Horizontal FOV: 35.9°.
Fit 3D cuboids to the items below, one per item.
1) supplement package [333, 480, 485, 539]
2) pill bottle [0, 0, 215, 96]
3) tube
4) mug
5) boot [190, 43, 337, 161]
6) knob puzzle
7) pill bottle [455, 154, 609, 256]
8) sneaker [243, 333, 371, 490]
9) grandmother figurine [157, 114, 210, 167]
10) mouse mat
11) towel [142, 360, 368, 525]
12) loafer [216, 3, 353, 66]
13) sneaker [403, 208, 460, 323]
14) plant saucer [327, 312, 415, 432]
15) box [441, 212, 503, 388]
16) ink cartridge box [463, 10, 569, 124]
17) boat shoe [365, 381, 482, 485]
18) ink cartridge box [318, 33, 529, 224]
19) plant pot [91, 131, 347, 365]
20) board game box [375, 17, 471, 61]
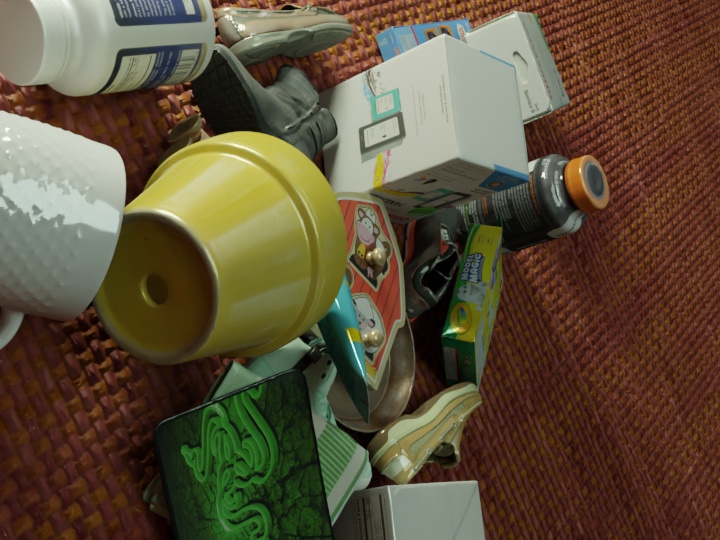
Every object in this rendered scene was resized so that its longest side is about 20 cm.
[{"bbox_3d":[0.050,0.330,1.159,0.154,0.110,0.204,9,70,-47],"label":"supplement package"},{"bbox_3d":[-0.238,-0.222,1.030,0.199,0.110,0.113,-20,91,-51],"label":"pill bottle"},{"bbox_3d":[-0.024,0.044,1.074,0.078,0.050,0.202,79,-8,-57],"label":"tube"},{"bbox_3d":[-0.302,-0.027,0.871,0.173,0.147,0.203,17,92,-33],"label":"mug"},{"bbox_3d":[-0.105,-0.188,1.221,0.201,0.069,0.133,59,38,-34],"label":"boot"},{"bbox_3d":[0.000,0.000,1.217,0.218,0.030,0.224,16,70,-49],"label":"knob puzzle"},{"bbox_3d":[0.226,-0.087,1.461,0.105,0.198,0.108,21,60,-43],"label":"pill bottle"},{"bbox_3d":[-0.033,0.138,1.124,0.200,0.074,0.119,39,92,-32],"label":"sneaker"},{"bbox_3d":[-0.123,-0.071,1.156,0.200,0.060,0.122,48,43,-31],"label":"grandmother figurine"},{"bbox_3d":[-0.102,0.206,1.024,0.159,0.007,0.204,-20,108,-30],"label":"mouse mat"},{"bbox_3d":[-0.091,0.195,1.055,0.199,0.023,0.154,36,84,-33],"label":"towel"},{"bbox_3d":[-0.084,-0.283,1.276,0.199,0.071,0.064,-24,87,-48],"label":"loafer"},{"bbox_3d":[0.098,-0.015,1.374,0.077,0.081,0.202,48,45,-26],"label":"sneaker"},{"bbox_3d":[-0.013,0.082,1.243,0.199,0.034,0.204,20,62,-44],"label":"plant saucer"},{"bbox_3d":[0.145,0.035,1.392,0.118,0.048,0.202,80,25,-52],"label":"box"},{"bbox_3d":[0.227,-0.285,1.587,0.147,0.086,0.200,68,18,-5],"label":"ink cartridge box"},{"bbox_3d":[0.087,0.194,1.275,0.076,0.072,0.199,47,42,17],"label":"boat shoe"},{"bbox_3d":[0.072,-0.158,1.305,0.145,0.198,0.149,9,70,-47],"label":"ink cartridge box"},{"bbox_3d":[-0.135,-0.008,0.974,0.204,0.198,0.189,67,27,-5],"label":"plant pot"},{"bbox_3d":[0.112,-0.263,1.523,0.199,0.036,0.154,-22,93,-51],"label":"board game box"}]
